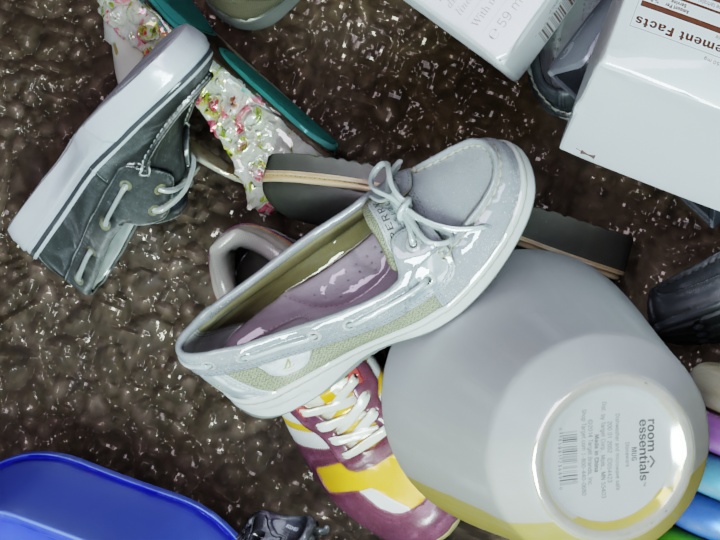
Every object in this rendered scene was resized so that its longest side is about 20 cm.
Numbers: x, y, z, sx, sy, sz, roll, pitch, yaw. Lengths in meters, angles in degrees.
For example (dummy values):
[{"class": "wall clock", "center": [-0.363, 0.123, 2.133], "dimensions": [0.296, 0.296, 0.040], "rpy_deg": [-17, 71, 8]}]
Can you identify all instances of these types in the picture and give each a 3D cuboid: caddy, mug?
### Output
[{"class": "caddy", "center": [-0.145, 0.181, 1.569], "dimensions": [0.199, 0.105, 0.142], "rpy_deg": [19, 111, 16]}, {"class": "mug", "center": [0.114, 0.087, 1.456], "dimensions": [0.187, 0.153, 0.149], "rpy_deg": [43, 87, -18]}]

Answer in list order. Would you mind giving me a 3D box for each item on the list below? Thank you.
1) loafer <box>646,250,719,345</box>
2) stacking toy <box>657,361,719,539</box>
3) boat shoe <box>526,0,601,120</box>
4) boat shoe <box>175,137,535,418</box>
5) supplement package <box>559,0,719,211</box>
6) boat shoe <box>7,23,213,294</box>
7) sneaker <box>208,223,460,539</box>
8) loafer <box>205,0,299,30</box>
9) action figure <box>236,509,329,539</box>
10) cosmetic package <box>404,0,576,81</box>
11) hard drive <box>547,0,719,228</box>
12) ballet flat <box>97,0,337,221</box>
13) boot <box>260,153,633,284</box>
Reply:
[{"class": "loafer", "center": [0.239, -0.021, 1.512], "dimensions": [0.200, 0.068, 0.071], "rpy_deg": [-24, 70, 5]}, {"class": "stacking toy", "center": [0.183, 0.153, 1.504], "dimensions": [0.085, 0.085, 0.201], "rpy_deg": [19, 95, 16]}, {"class": "boat shoe", "center": [0.126, -0.182, 1.562], "dimensions": [0.075, 0.060, 0.201], "rpy_deg": [0, 83, 14]}, {"class": "boat shoe", "center": [-0.001, -0.001, 1.462], "dimensions": [0.202, 0.065, 0.075], "rpy_deg": [-34, 52, 18]}, {"class": "supplement package", "center": [0.204, -0.143, 1.397], "dimensions": [0.147, 0.191, 0.201], "rpy_deg": [21, 81, 2]}, {"class": "boat shoe", "center": [-0.120, -0.058, 1.577], "dimensions": [0.071, 0.072, 0.200], "rpy_deg": [41, 138, -2]}, {"class": "sneaker", "center": [-0.020, 0.064, 1.554], "dimensions": [0.075, 0.090, 0.200], "rpy_deg": [-39, 75, 7]}, {"class": "loafer", "center": [-0.018, -0.219, 1.599], "dimensions": [0.075, 0.070, 0.200], "rpy_deg": [38, 94, 16]}, {"class": "action figure", "center": [0.014, 0.201, 1.523], "dimensions": [0.200, 0.102, 0.119], "rpy_deg": [29, 52, -21]}, {"class": "cosmetic package", "center": [0.029, -0.198, 1.516], "dimensions": [0.200, 0.074, 0.102], "rpy_deg": [36, 92, 11]}, {"class": "hard drive", "center": [0.209, -0.136, 1.515], "dimensions": [0.135, 0.042, 0.200], "rpy_deg": [43, 82, 5]}, {"class": "ballet flat", "center": [-0.096, -0.107, 1.606], "dimensions": [0.200, 0.076, 0.064], "rpy_deg": [46, 103, 17]}, {"class": "boot", "center": [0.032, 0.021, 1.537], "dimensions": [0.199, 0.077, 0.139], "rpy_deg": [15, 92, 0]}]
